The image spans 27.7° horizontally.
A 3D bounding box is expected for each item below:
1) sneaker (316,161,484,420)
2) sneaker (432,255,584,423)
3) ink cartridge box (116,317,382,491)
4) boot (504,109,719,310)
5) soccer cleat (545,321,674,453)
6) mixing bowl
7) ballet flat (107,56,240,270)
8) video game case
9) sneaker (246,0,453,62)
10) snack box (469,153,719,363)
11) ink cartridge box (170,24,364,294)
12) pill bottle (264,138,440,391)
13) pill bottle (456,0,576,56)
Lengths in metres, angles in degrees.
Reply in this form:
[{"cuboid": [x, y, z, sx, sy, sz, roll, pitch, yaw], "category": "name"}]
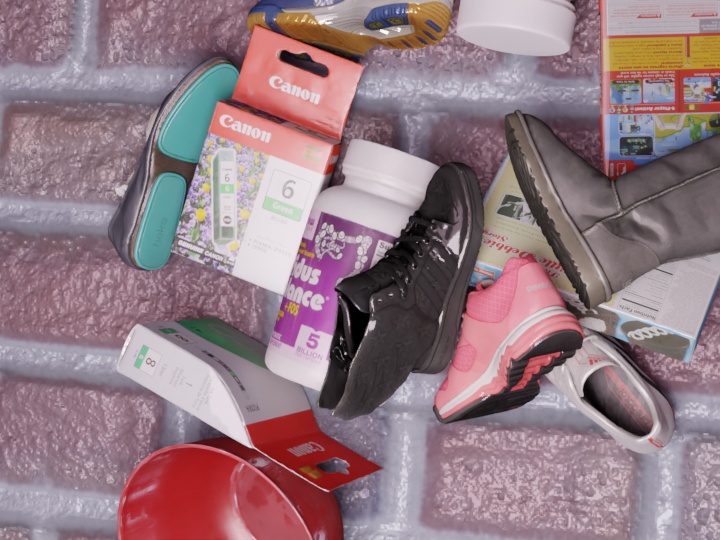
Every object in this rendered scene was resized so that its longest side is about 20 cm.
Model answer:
[{"cuboid": [0.028, 0.014, 1.118, 0.060, 0.103, 0.203, 22, 105, 56], "category": "sneaker"}, {"cuboid": [0.109, 0.055, 1.147, 0.073, 0.200, 0.088, -8, 66, -26], "category": "sneaker"}, {"cuboid": [-0.078, 0.103, 1.186, 0.198, 0.161, 0.051, 26, 97, 16], "category": "ink cartridge box"}, {"cuboid": [0.229, -0.077, 1.124, 0.198, 0.073, 0.184, -26, 76, -2], "category": "boot"}, {"cuboid": [0.172, 0.065, 1.160, 0.069, 0.085, 0.200, -44, 76, 7], "category": "soccer cleat"}, {"cuboid": [-0.087, 0.214, 1.189, 0.198, 0.108, 0.203, 11, 113, 28], "category": "mixing bowl"}, {"cuboid": [-0.170, -0.100, 1.279, 0.072, 0.073, 0.202, 25, 97, 16], "category": "ballet flat"}, {"cuboid": [0.261, -0.168, 1.165, 0.141, 0.017, 0.203, -1, 91, 1], "category": "video game case"}, {"cuboid": [-0.005, -0.233, 1.239, 0.198, 0.075, 0.089, 1, 70, 31], "category": "sneaker"}, {"cuboid": [0.186, -0.013, 1.161, 0.198, 0.037, 0.117, 20, 57, 16], "category": "snack box"}, {"cuboid": [-0.078, -0.094, 1.236, 0.108, 0.050, 0.202, 20, 101, 5], "category": "ink cartridge box"}, {"cuboid": [0.000, 0.000, 1.199, 0.111, 0.112, 0.203, 18, 89, 16], "category": "pill bottle"}, {"cuboid": [0.138, -0.285, 1.187, 0.112, 0.114, 0.203, 9, 87, 15], "category": "pill bottle"}]
